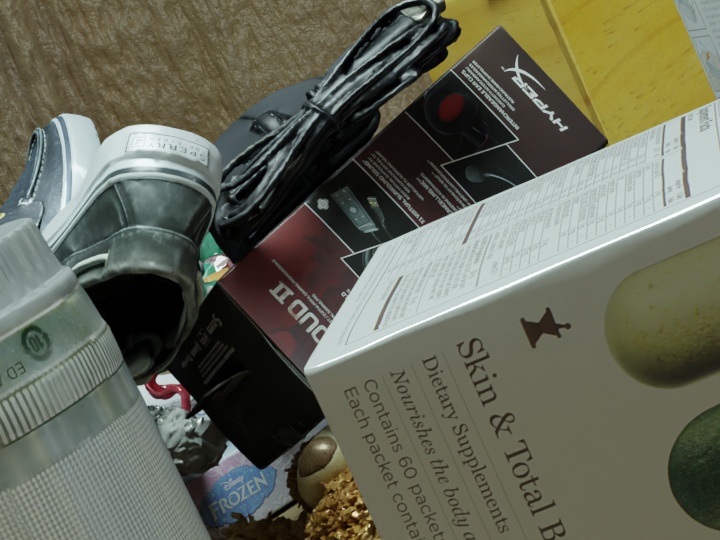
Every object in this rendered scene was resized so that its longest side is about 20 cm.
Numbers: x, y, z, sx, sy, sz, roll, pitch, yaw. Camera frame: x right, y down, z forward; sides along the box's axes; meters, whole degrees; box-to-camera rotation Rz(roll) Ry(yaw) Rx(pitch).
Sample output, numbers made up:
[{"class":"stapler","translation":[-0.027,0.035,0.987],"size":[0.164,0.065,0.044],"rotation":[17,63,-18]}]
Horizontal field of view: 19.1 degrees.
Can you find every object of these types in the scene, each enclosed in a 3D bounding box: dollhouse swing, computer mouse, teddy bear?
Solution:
[{"class":"dollhouse swing","translation":[0.161,-0.130,1.382],"size":[0.181,0.201,0.176],"rotation":[-27,7,-11]},{"class":"computer mouse","translation":[-0.032,-0.058,0.960],"size":[0.138,0.053,0.200],"rotation":[-44,-1,-14]},{"class":"teddy bear","translation":[0.004,0.085,0.943],"size":[0.144,0.067,0.200],"rotation":[-25,7,22]}]

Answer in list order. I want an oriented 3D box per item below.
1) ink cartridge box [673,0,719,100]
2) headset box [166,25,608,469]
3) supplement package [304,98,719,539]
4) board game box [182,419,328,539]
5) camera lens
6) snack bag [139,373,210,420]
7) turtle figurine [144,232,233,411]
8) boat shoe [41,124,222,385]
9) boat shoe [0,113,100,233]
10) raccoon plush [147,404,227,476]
[{"class":"ink cartridge box","translation":[0.182,-0.055,0.811],"size":[0.050,0.201,0.109],"rotation":[-26,8,-8]},{"class":"headset box","translation":[0.000,0.000,0.961],"size":[0.200,0.075,0.149],"rotation":[-43,-2,-20]},{"class":"supplement package","translation":[0.114,0.037,0.596],"size":[0.199,0.152,0.151],"rotation":[-23,8,12]},{"class":"board game box","translation":[-0.073,0.097,1.183],"size":[0.200,0.044,0.199],"rotation":[-30,10,-34]},{"class":"camera lens","translation":[-0.144,0.101,0.801],"size":[0.159,0.201,0.160],"rotation":[-24,9,4]},{"class":"snack bag","translation":[-0.059,0.052,1.200],"size":[0.188,0.022,0.200],"rotation":[-16,12,42]},{"class":"turtle figurine","translation":[-0.064,0.002,1.120],"size":[0.199,0.101,0.150],"rotation":[-23,27,-8]},{"class":"boat shoe","translation":[-0.104,0.013,0.881],"size":[0.072,0.071,0.200],"rotation":[13,-27,-7]},{"class":"boat shoe","translation":[-0.176,-0.001,1.018],"size":[0.090,0.201,0.071],"rotation":[10,-39,-14]},{"class":"raccoon plush","translation":[-0.165,0.122,1.051],"size":[0.200,0.097,0.135],"rotation":[-8,57,56]}]
